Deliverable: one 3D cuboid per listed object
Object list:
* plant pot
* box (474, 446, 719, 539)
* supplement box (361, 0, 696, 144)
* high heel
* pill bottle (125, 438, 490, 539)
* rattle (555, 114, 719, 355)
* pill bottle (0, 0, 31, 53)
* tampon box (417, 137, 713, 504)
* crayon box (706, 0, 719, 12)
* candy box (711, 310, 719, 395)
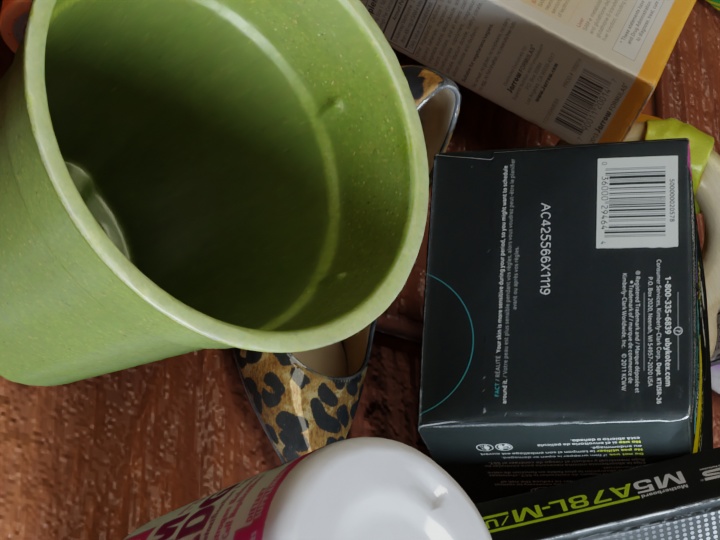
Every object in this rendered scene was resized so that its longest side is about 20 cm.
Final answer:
[{"bbox_3d":[-0.106,-0.033,0.915,0.200,0.190,0.201,17,61,-34],"label":"plant pot"},{"bbox_3d":[0.116,0.189,0.968,0.048,0.192,0.201,-102,-178,-61],"label":"box"},{"bbox_3d":[0.085,-0.166,1.164,0.200,0.074,0.126,29,51,2],"label":"supplement box"},{"bbox_3d":[0.000,0.000,1.020,0.071,0.142,0.201,15,62,-34],"label":"high heel"},{"bbox_3d":[-0.045,0.149,0.868,0.113,0.200,0.114,17,61,-34],"label":"pill bottle"},{"bbox_3d":[0.162,0.011,1.229,0.130,0.143,0.201,-11,96,-13],"label":"rattle"},{"bbox_3d":[-0.128,-0.196,1.026,0.106,0.106,0.201,24,58,-30],"label":"pill bottle"},{"bbox_3d":[0.111,0.047,1.039,0.200,0.126,0.150,64,26,-62],"label":"tampon box"},{"bbox_3d":[0.260,-0.274,1.414,0.172,0.058,0.200,34,53,-25],"label":"crayon box"},{"bbox_3d":[0.304,0.018,1.313,0.168,0.071,0.200,35,52,-23],"label":"candy box"}]
